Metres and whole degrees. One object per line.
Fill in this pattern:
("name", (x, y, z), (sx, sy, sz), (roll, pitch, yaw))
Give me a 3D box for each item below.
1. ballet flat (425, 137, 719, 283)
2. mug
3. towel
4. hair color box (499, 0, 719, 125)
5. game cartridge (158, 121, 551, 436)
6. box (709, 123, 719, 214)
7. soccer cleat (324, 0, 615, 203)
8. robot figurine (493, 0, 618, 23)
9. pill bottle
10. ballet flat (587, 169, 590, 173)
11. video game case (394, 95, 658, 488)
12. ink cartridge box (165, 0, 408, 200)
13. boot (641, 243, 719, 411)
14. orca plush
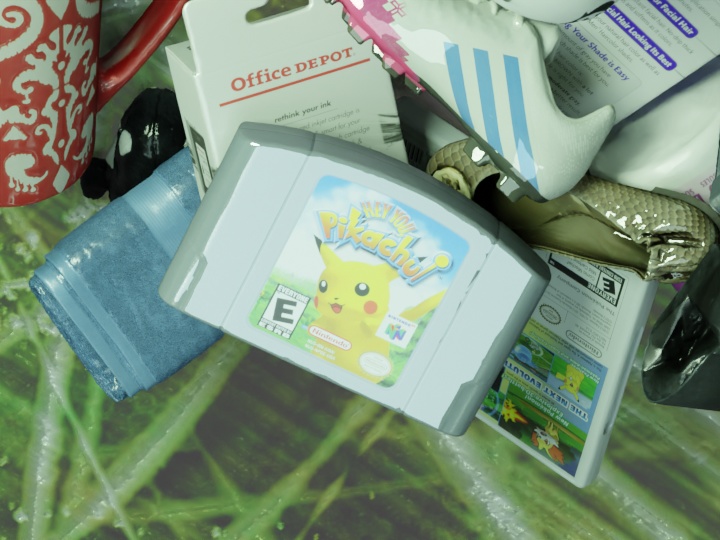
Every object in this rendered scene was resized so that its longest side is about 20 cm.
("ballet flat", (0.115, -0.030, 1.691), (0.200, 0.046, 0.067), (17, 137, 32))
("mug", (-0.190, -0.140, 1.726), (0.177, 0.134, 0.200), (10, 135, 5))
("towel", (-0.098, -0.017, 1.799), (0.200, 0.049, 0.112), (-37, 117, -7))
("hair color box", (0.144, -0.155, 1.687), (0.109, 0.065, 0.200), (41, 128, -21))
("game cartridge", (0.000, 0.000, 1.694), (0.200, 0.040, 0.134), (24, 109, -7))
("box", (0.304, -0.061, 1.644), (0.200, 0.197, 0.117), (41, 125, -22))
("soccer cleat", (0.059, -0.128, 1.656), (0.086, 0.070, 0.200), (-44, 92, 5))
("robot figurine", (0.127, -0.224, 1.550), (0.125, 0.150, 0.200), (41, 100, 25))
("pill bottle", (0.230, -0.022, 1.749), (0.112, 0.112, 0.200), (-24, 121, 28))
("ballet flat", (0.139, 0.002, 1.814), (0.073, 0.073, 0.200), (15, 135, -1))
("video game case", (0.082, 0.014, 1.808), (0.200, 0.022, 0.183), (34, 136, 22))
("ink cartridge box", (-0.040, -0.085, 1.734), (0.116, 0.067, 0.200), (-17, 113, -13))
("boot", (0.239, 0.079, 1.687), (0.200, 0.066, 0.165), (11, 104, -43))
("orca plush", (-0.135, -0.016, 1.855), (0.105, 0.071, 0.200), (20, 131, -6))
